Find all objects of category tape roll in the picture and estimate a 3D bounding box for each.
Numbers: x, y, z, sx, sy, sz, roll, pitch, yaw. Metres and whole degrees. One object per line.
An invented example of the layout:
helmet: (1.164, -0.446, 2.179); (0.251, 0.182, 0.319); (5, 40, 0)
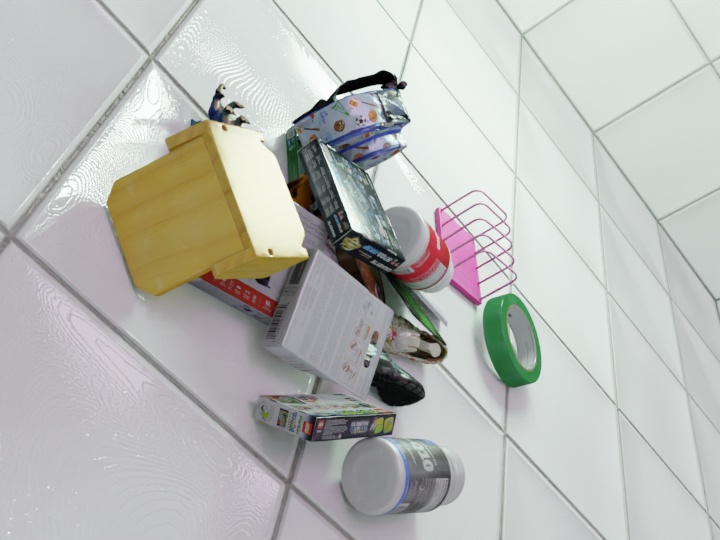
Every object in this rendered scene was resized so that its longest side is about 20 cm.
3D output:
tape roll: (0.332, 0.152, 1.998); (0.200, 0.048, 0.202); (35, 46, -46)

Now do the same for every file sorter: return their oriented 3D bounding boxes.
file sorter: (0.259, -0.057, 2.027); (0.139, 0.125, 0.201); (37, 37, -34)

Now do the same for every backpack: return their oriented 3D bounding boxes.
backpack: (-0.021, -0.253, 1.663); (0.190, 0.199, 0.155); (-10, 75, -49)

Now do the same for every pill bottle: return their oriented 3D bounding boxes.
pill bottle: (0.099, -0.030, 1.672); (0.200, 0.111, 0.113); (40, 32, -58)
pill bottle: (0.072, 0.316, 1.411); (0.199, 0.113, 0.115); (16, 51, -52)

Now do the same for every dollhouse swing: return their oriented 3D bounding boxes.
dollhouse swing: (-0.210, -0.070, 1.260); (0.181, 0.175, 0.202); (0, 64, -61)

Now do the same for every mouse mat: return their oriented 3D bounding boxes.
mouse mat: (0.083, 0.043, 1.688); (0.161, 0.008, 0.201); (43, 12, -50)

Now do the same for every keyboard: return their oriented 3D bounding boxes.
keyboard: (0.109, 0.034, 1.810); (0.200, 0.011, 0.056); (47, 8, -26)

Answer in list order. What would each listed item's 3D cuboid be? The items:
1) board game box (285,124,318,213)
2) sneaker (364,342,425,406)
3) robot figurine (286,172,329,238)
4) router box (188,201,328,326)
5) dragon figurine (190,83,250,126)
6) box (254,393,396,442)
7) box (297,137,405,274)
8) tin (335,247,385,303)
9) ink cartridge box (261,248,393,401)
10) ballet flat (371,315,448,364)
board game box: (-0.078, -0.159, 1.688); (0.134, 0.029, 0.202); (33, 39, -40)
sneaker: (0.039, 0.164, 1.537); (0.199, 0.075, 0.080); (35, 35, -38)
robot figurine: (-0.106, -0.074, 1.513); (0.146, 0.058, 0.200); (57, 39, -18)
router box: (-0.150, -0.028, 1.365); (0.199, 0.049, 0.181); (32, 66, -39)
dragon figurine: (-0.234, -0.232, 1.478); (0.059, 0.099, 0.201); (28, 23, -41)
box: (-0.047, 0.210, 1.327); (0.199, 0.109, 0.035); (10, 94, -54)
box: (-0.014, -0.105, 1.500); (0.159, 0.046, 0.201); (28, 34, -51)
tin: (0.000, 0.000, 1.592); (0.113, 0.041, 0.201); (-85, 159, -43)
ink cartridge box: (-0.045, 0.086, 1.400); (0.200, 0.057, 0.164); (42, 59, -42)
ballet flat: (0.094, 0.126, 1.652); (0.199, 0.064, 0.076); (19, 85, -50)
